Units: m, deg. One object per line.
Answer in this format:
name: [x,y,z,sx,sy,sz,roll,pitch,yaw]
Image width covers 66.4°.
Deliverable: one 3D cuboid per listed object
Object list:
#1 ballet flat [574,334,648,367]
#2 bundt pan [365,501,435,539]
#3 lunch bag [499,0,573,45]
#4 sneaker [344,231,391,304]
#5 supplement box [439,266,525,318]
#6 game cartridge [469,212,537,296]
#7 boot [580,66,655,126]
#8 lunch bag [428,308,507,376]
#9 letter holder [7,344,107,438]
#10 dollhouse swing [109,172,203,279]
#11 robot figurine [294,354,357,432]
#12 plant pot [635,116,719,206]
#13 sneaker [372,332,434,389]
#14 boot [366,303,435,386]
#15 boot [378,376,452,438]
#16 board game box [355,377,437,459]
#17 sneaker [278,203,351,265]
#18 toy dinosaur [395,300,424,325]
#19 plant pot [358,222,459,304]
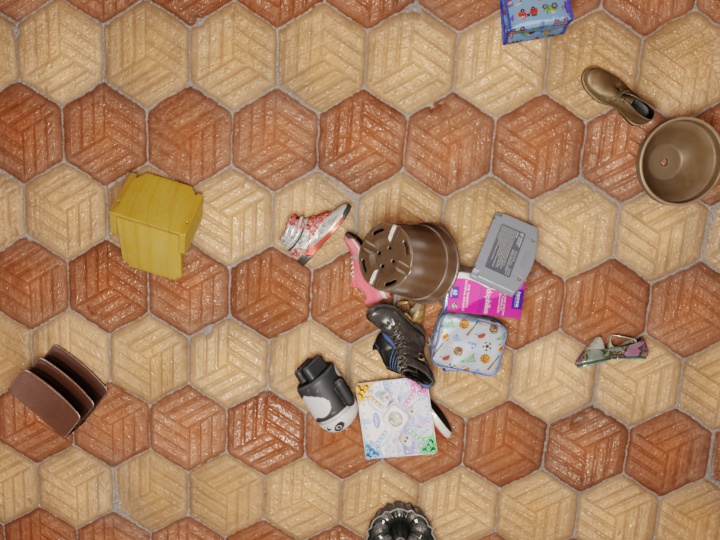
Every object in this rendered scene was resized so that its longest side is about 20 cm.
ballet flat: [0.648,0.206,1.433,0.194,0.069,0.073,-8,82,0]
bundt pan: [0.111,0.737,1.538,0.195,0.076,0.208,1,100,3]
lunch bag: [0.400,-0.655,1.284,0.146,0.094,0.206,-7,91,7]
sneaker: [0.000,0.000,1.416,0.085,0.074,0.203,-30,98,9]
supplement box: [0.307,0.052,1.398,0.194,0.103,0.104,5,99,0]
game cartridge: [0.359,-0.039,1.350,0.131,0.042,0.203,26,64,6]
boot: [0.619,-0.422,1.314,0.198,0.076,0.074,35,102,-3]
lunch bag: [0.275,0.191,1.438,0.194,0.076,0.165,12,103,0]
letter holder: [-0.814,0.322,1.496,0.199,0.101,0.143,42,97,-5]
dollhouse swing: [-0.522,-0.112,1.440,0.194,0.177,0.186,15,59,0]
robot figurine: [-0.091,0.327,1.450,0.123,0.150,0.203,-33,97,-5]
plant pot: [0.753,-0.260,1.327,0.194,0.093,0.207,0,99,3]
sneaker: [0.109,0.241,1.428,0.201,0.069,0.079,48,116,29]
boot: [0.100,0.182,1.344,0.197,0.176,0.070,29,120,-17]
boot: [0.140,0.405,1.484,0.200,0.072,0.145,44,100,3]
board game box: [0.092,0.391,1.447,0.194,0.026,0.206,-9,91,13]
sneaker: [-0.121,-0.119,1.404,0.108,0.067,0.202,42,102,-7]
toy dinosaur: [0.145,0.106,1.435,0.103,0.061,0.204,9,122,-2]
plant pot: [0.107,-0.026,1.305,0.196,0.196,0.207,-4,83,35]
